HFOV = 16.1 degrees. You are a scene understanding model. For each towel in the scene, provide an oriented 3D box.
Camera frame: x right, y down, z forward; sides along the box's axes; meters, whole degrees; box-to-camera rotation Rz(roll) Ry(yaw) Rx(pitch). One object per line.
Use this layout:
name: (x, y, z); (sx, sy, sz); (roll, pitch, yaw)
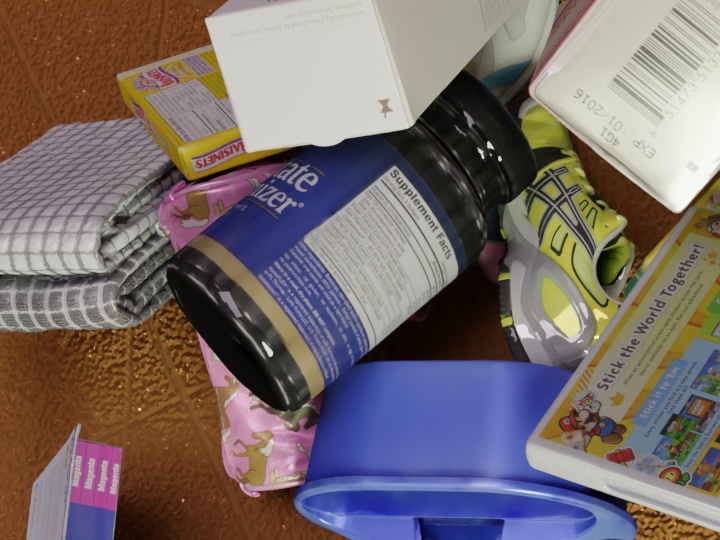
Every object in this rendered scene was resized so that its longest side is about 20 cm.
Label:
towel: (-0.172, -0.026, 1.578); (0.165, 0.200, 0.086); (-4, 112, 30)

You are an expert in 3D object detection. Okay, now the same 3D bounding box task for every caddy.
caddy: (0.060, 0.120, 1.439); (0.199, 0.141, 0.106); (-2, 69, 25)

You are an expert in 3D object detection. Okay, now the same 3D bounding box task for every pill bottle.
pill bottle: (-0.001, -0.022, 1.423); (0.200, 0.112, 0.112); (-40, 60, -14)

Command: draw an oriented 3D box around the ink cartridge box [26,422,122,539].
ink cartridge box: (-0.174, 0.206, 1.501); (0.043, 0.200, 0.197); (9, 74, -13)

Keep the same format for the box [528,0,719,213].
box: (0.178, -0.136, 1.407); (0.109, 0.200, 0.128); (38, 109, -4)

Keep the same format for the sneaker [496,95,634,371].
sneaker: (0.122, -0.021, 1.484); (0.076, 0.076, 0.201); (-12, 52, 13)

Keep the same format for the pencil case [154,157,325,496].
pencil case: (-0.058, 0.033, 1.509); (0.086, 0.083, 0.201); (-7, 104, 34)

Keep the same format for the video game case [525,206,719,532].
video game case: (0.213, 0.057, 1.348); (0.181, 0.023, 0.200); (17, 51, 29)

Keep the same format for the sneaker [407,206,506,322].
sneaker: (0.000, 0.000, 1.548); (0.199, 0.070, 0.082); (-22, 75, 24)

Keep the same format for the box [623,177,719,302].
box: (0.253, -0.018, 1.447); (0.200, 0.048, 0.117); (-46, 61, 3)

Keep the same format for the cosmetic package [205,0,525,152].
cosmetic package: (0.008, -0.146, 1.426); (0.107, 0.200, 0.085); (-7, 111, 26)

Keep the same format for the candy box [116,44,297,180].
candy box: (-0.082, -0.104, 1.556); (0.102, 0.027, 0.200); (-21, 21, -9)

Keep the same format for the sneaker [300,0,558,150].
sneaker: (0.045, -0.125, 1.559); (0.076, 0.081, 0.200); (40, 91, 31)
